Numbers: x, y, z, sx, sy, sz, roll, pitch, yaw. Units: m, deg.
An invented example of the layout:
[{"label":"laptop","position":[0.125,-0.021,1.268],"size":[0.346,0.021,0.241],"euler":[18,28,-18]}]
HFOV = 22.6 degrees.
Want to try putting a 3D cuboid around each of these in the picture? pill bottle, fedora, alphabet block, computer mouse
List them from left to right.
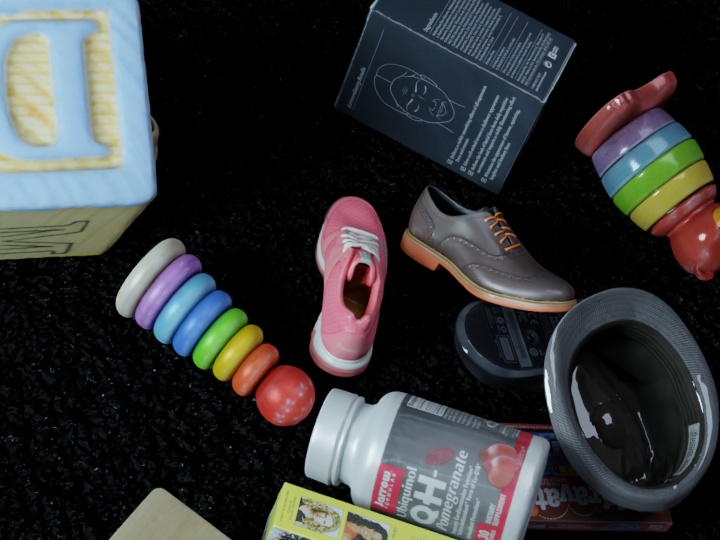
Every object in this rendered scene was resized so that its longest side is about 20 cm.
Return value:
[{"label":"alphabet block","position":[-0.299,-0.123,1.582],"size":[0.194,0.200,0.198],"euler":[-1,77,-20]},{"label":"pill bottle","position":[0.057,0.171,1.570],"size":[0.198,0.111,0.111],"euler":[17,50,9]},{"label":"computer mouse","position":[0.169,0.083,1.726],"size":[0.198,0.053,0.140],"euler":[8,53,-27]},{"label":"fedora","position":[0.234,0.125,1.650],"size":[0.176,0.090,0.201],"euler":[-28,87,-26]}]

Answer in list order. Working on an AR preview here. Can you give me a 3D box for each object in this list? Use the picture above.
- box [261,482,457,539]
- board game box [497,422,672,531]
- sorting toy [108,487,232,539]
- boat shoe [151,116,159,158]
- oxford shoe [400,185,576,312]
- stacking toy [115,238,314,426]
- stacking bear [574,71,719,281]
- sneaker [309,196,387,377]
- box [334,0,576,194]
[{"label":"box","position":[0.015,0.248,1.532],"size":[0.198,0.076,0.050],"euler":[18,48,-4]},{"label":"board game box","position":[0.186,0.191,1.668],"size":[0.198,0.020,0.104],"euler":[3,55,-17]},{"label":"sorting toy","position":[-0.147,0.311,1.430],"size":[0.198,0.070,0.200],"euler":[35,52,9]},{"label":"boat shoe","position":[-0.267,-0.180,1.758],"size":[0.200,0.065,0.071],"euler":[42,53,13]},{"label":"oxford shoe","position":[0.125,-0.018,1.722],"size":[0.199,0.073,0.071],"euler":[26,22,29]},{"label":"stacking toy","position":[-0.122,0.064,1.621],"size":[0.200,0.086,0.085],"euler":[40,52,7]},{"label":"stacking bear","position":[0.321,-0.085,1.863],"size":[0.121,0.114,0.201],"euler":[-26,77,-41]},{"label":"sneaker","position":[0.000,0.000,1.702],"size":[0.073,0.087,0.202],"euler":[12,52,-11]},{"label":"box","position":[0.095,-0.200,1.844],"size":[0.199,0.149,0.107],"euler":[28,50,2]}]
